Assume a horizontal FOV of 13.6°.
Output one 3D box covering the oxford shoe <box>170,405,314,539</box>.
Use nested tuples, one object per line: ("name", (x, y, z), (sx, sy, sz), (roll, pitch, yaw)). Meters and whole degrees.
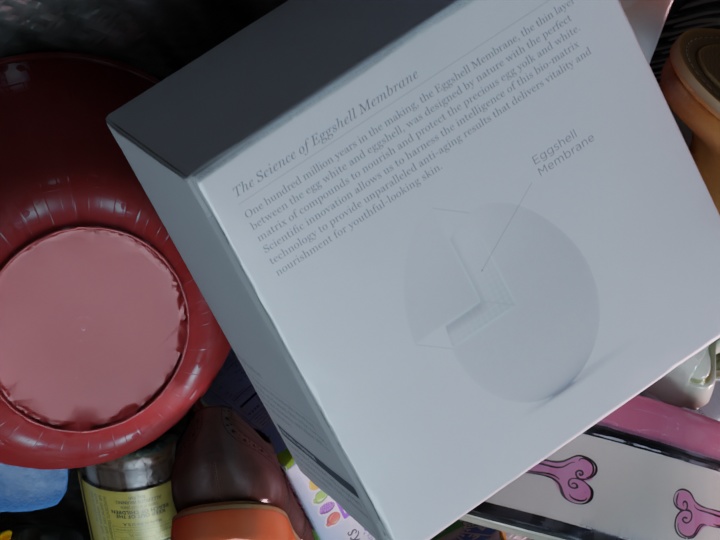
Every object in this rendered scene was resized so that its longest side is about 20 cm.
("oxford shoe", (-0.056, 0.111, 1.450), (0.071, 0.073, 0.200), (-5, 167, -2))

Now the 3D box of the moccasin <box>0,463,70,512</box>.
("moccasin", (-0.177, 0.024, 1.469), (0.080, 0.068, 0.201), (2, 123, -9))

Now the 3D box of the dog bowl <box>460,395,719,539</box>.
("dog bowl", (0.097, 0.093, 1.441), (0.199, 0.074, 0.200), (15, 176, 1))

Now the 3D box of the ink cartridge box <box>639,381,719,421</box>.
("ink cartridge box", (0.221, 0.033, 1.561), (0.161, 0.050, 0.200), (-20, 157, -53))

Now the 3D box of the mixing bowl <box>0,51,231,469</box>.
("mixing bowl", (-0.135, 0.011, 1.363), (0.199, 0.108, 0.201), (-4, 108, -13))

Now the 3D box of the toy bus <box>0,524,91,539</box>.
("toy bus", (-0.171, 0.223, 1.688), (0.199, 0.137, 0.192), (13, 165, -35))

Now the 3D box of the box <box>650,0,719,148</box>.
("box", (0.179, -0.083, 1.491), (0.068, 0.082, 0.200), (20, 128, -43))

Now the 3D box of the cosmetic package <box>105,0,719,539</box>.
("cosmetic package", (0.032, -0.026, 1.296), (0.199, 0.123, 0.201), (-33, 116, -12))

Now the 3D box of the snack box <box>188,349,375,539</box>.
("snack box", (-0.034, 0.114, 1.567), (0.053, 0.142, 0.200), (-40, 137, -15))

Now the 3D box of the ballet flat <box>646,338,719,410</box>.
("ballet flat", (0.177, 0.035, 1.413), (0.199, 0.070, 0.070), (1, 142, -4))

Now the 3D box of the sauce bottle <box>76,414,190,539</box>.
("sauce bottle", (-0.103, 0.161, 1.557), (0.064, 0.065, 0.201), (-13, 122, -9))

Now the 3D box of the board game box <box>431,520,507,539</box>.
("board game box", (0.039, 0.177, 1.687), (0.095, 0.200, 0.030), (-23, 111, 5))

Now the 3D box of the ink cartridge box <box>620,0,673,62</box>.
("ink cartridge box", (0.050, -0.083, 1.413), (0.161, 0.050, 0.201), (2, 120, -27))

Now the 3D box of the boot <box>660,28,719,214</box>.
("boot", (0.158, -0.030, 1.436), (0.155, 0.077, 0.200), (-32, 148, 24))
